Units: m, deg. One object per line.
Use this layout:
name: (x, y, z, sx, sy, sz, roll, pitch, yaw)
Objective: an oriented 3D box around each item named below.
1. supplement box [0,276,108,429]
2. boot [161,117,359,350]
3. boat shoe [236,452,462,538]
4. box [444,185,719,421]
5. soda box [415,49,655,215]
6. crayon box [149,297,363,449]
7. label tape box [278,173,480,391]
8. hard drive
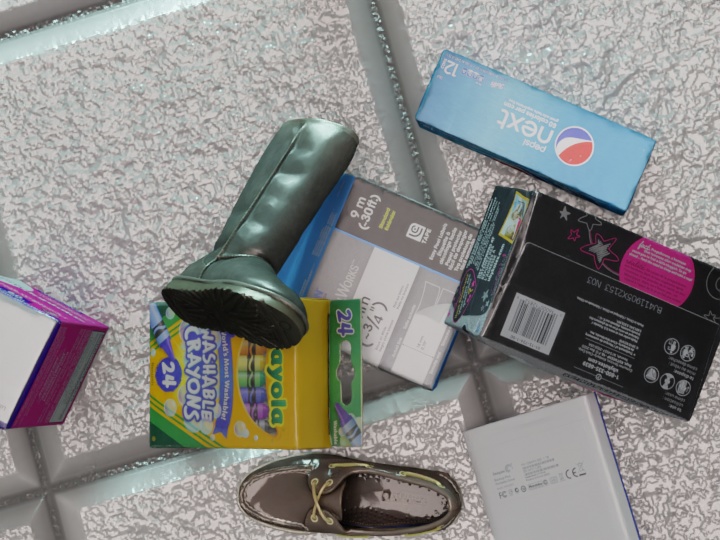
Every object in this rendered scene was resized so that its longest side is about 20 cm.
supplement box: (-0.295, 0.068, 1.697, 0.101, 0.200, 0.104, 26, 88, 5)
boot: (-0.059, -0.036, 1.670, 0.181, 0.073, 0.200, 15, 55, 45)
boat shoe: (-0.012, 0.196, 1.735, 0.198, 0.060, 0.073, 4, 88, 5)
box: (0.190, 0.027, 1.674, 0.199, 0.115, 0.133, 22, 89, -14)
soda box: (0.150, -0.118, 1.737, 0.199, 0.064, 0.068, 24, 89, 6)
crayon box: (-0.091, 0.087, 1.706, 0.199, 0.051, 0.127, -3, 86, 36)
label tape box: (0.000, 0.000, 1.744, 0.199, 0.063, 0.145, 23, 88, 5)
hard drive: (0.171, 0.217, 1.706, 0.131, 0.025, 0.202, -20, 84, 36)
